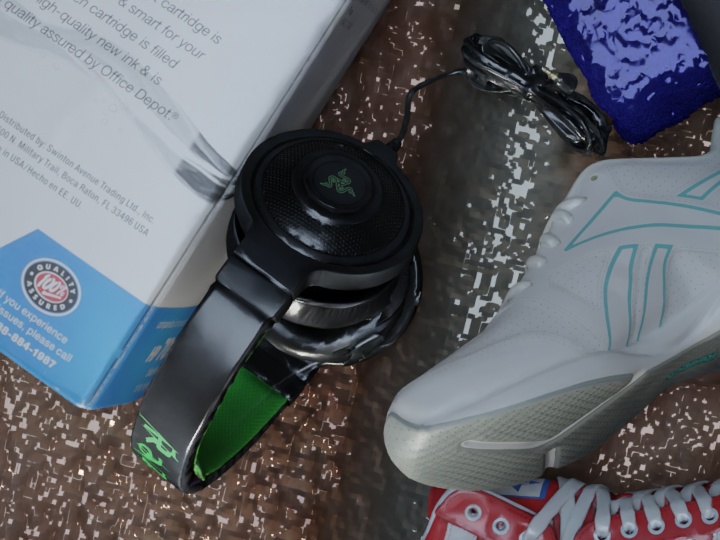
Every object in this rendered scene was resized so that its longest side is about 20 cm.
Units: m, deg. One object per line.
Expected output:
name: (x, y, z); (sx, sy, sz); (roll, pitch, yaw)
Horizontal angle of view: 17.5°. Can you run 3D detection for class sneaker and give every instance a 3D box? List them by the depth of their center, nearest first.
sneaker: (0.082, 0.012, 0.811); (0.199, 0.071, 0.080); (-25, 69, -29)
sneaker: (0.098, 0.091, 0.832); (0.199, 0.071, 0.113); (-36, 87, 10)

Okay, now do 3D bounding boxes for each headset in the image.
headset: (0.000, 0.000, 0.829); (0.094, 0.124, 0.200); (34, 77, 10)

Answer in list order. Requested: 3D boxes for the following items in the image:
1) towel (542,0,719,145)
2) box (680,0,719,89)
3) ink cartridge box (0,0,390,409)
towel: (0.147, -0.151, 0.836); (0.199, 0.050, 0.148); (-28, 81, 7)
box: (0.222, -0.085, 0.700); (0.199, 0.197, 0.125); (-27, 105, -1)
ink cartridge box: (-0.095, -0.072, 0.861); (0.146, 0.086, 0.201); (34, 93, 8)
